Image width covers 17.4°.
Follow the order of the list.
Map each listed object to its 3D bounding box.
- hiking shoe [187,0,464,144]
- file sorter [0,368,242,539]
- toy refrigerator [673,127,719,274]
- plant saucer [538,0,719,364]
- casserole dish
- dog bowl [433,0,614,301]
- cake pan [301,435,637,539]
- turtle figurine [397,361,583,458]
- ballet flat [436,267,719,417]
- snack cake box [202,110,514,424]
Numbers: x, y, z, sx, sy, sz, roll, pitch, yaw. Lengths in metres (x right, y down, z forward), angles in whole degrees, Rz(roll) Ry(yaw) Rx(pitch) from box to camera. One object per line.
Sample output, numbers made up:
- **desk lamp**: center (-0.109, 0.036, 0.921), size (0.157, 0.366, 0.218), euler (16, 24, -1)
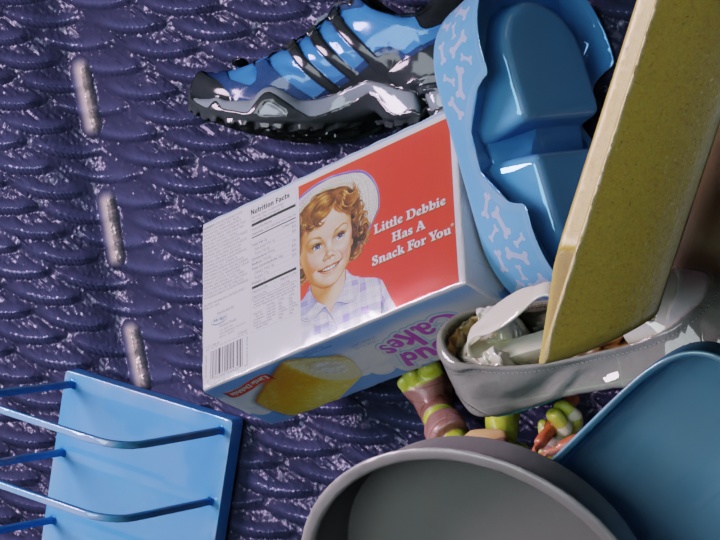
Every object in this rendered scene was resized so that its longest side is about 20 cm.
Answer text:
- **hiking shoe**: center (-0.010, -0.123, 1.402), size (0.198, 0.074, 0.088), euler (-1, 84, 23)
- **file sorter**: center (-0.176, 0.179, 1.483), size (0.138, 0.122, 0.202), euler (14, 99, 30)
- **toy refrigerator**: center (0.197, -0.009, 1.265), size (0.069, 0.076, 0.202), euler (5, 94, 32)
- **plant saucer**: center (0.139, -0.067, 1.116), size (0.048, 0.200, 0.202), euler (17, 106, 2)
- **casserole dish**: center (0.159, 0.112, 1.190), size (0.121, 0.039, 0.200), euler (39, 122, -3)
- **dog bowl**: center (0.100, -0.069, 1.308), size (0.049, 0.111, 0.202), euler (-23, 80, 44)
- **cake pan**: center (0.065, 0.166, 1.211), size (0.199, 0.037, 0.202), euler (13, 125, 19)
- **turtle figurine**: center (0.078, 0.102, 1.312), size (0.200, 0.064, 0.162), euler (-43, 33, 27)
- **ballet flat**: center (0.126, 0.029, 1.220), size (0.199, 0.068, 0.064), euler (-16, 121, 32)
- **snack cake box**: center (0.000, 0.000, 1.368), size (0.199, 0.067, 0.116), euler (-23, 55, 34)
